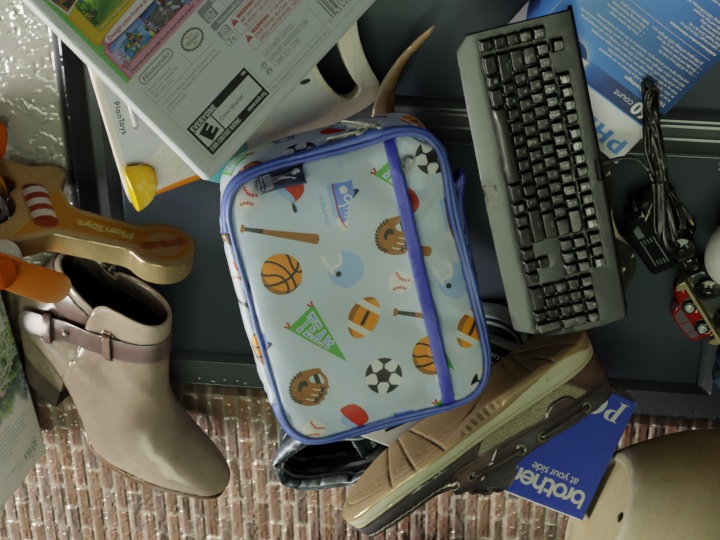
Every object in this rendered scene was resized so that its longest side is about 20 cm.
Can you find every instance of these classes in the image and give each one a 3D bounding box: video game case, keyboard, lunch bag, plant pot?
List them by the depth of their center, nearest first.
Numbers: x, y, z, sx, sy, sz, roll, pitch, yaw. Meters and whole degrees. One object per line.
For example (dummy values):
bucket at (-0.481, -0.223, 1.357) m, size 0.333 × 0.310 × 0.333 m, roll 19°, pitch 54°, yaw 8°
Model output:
video game case at (-0.088, -0.188, 1.049) m, size 0.200 × 0.022 × 0.182 m, roll -48°, pitch 112°, yaw -7°
keyboard at (0.136, -0.061, 1.072) m, size 0.126 × 0.021 × 0.201 m, roll -16°, pitch 110°, yaw -6°
lunch bag at (0.000, 0.000, 1.115) m, size 0.159 × 0.076 × 0.201 m, roll -14°, pitch 106°, yaw -3°
plant pot at (0.221, 0.192, 1.221) m, size 0.134 × 0.201 × 0.201 m, roll 23°, pitch 125°, yaw -14°

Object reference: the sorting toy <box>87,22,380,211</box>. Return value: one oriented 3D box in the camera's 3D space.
sorting toy at (-0.081, -0.137, 1.123) m, size 0.179 × 0.107 × 0.201 m, roll -16°, pitch 123°, yaw -4°

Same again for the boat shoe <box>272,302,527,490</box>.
boat shoe at (0.029, 0.096, 1.256) m, size 0.200 × 0.091 × 0.071 m, roll -25°, pitch 118°, yaw 23°

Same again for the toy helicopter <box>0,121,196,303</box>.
toy helicopter at (-0.210, -0.025, 1.181) m, size 0.199 × 0.133 × 0.079 m, roll 14°, pitch 125°, yaw -2°

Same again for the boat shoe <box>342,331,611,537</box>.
boat shoe at (0.080, 0.116, 1.156) m, size 0.200 × 0.072 × 0.065 m, roll -38°, pitch 106°, yaw -1°

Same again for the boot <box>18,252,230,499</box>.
boot at (-0.163, 0.073, 1.270) m, size 0.199 × 0.070 × 0.146 m, roll 30°, pitch 137°, yaw -1°

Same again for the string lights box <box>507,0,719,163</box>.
string lights box at (0.182, -0.171, 1.066) m, size 0.103 × 0.059 × 0.200 m, roll 34°, pitch 123°, yaw -15°

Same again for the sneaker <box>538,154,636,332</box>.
sneaker at (0.127, -0.027, 1.181) m, size 0.077 × 0.089 × 0.200 m, roll -36°, pitch 141°, yaw -17°

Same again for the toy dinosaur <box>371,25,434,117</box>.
toy dinosaur at (0.019, -0.066, 1.178) m, size 0.106 × 0.060 × 0.201 m, roll -25°, pitch 124°, yaw -7°

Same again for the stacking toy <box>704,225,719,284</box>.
stacking toy at (0.298, -0.038, 1.108) m, size 0.200 × 0.146 × 0.146 m, roll -30°, pitch 117°, yaw 37°

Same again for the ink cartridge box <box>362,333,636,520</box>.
ink cartridge box at (0.080, 0.091, 1.210) m, size 0.199 × 0.044 × 0.094 m, roll 23°, pitch 97°, yaw -14°

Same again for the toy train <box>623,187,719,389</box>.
toy train at (0.236, 0.025, 1.212) m, size 0.046 × 0.034 × 0.200 m, roll -23°, pitch 118°, yaw 26°

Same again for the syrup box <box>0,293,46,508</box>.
syrup box at (-0.301, 0.076, 1.288) m, size 0.081 × 0.079 × 0.201 m, roll 8°, pitch 128°, yaw 22°
